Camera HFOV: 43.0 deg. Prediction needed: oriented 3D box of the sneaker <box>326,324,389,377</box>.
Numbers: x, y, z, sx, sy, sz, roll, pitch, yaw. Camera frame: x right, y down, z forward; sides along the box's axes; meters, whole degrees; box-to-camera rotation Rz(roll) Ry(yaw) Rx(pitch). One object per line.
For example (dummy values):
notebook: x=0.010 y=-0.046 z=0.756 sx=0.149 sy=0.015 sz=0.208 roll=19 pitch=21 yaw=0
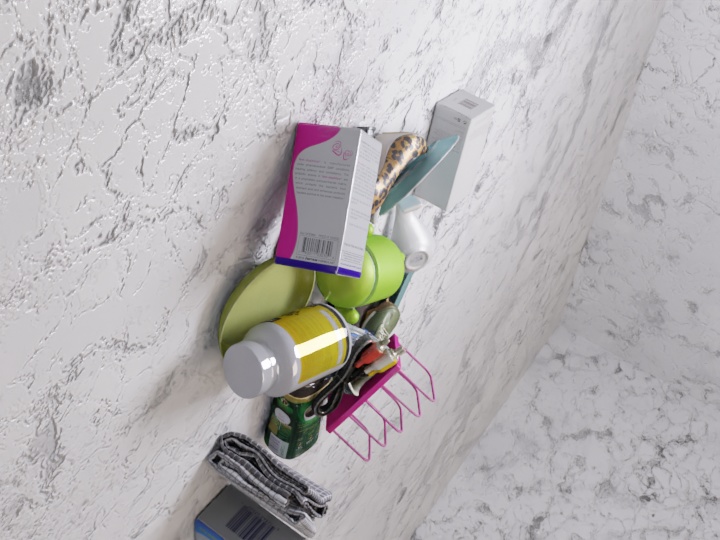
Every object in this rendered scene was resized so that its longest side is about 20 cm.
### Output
sneaker: x=-0.038 y=0.133 z=1.613 sx=0.199 sy=0.085 sz=0.077 roll=11 pitch=123 yaw=-52

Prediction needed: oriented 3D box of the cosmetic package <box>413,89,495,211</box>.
cosmetic package: x=0.182 y=-0.232 z=1.774 sx=0.107 sy=0.084 sz=0.202 roll=-35 pitch=147 yaw=-49

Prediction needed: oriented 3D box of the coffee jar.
coffee jar: x=-0.114 y=0.239 z=1.657 sx=0.104 sy=0.085 sz=0.202 roll=-28 pitch=142 yaw=-44

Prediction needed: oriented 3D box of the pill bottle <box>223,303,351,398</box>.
pill bottle: x=-0.110 y=0.125 z=1.381 sx=0.199 sy=0.111 sz=0.114 roll=-18 pitch=133 yaw=-52

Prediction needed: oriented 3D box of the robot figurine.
robot figurine: x=0.000 y=0.000 z=1.572 sx=0.199 sy=0.114 sz=0.179 roll=-13 pitch=117 yaw=-58

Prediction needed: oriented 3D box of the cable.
cable: x=-0.014 y=0.183 z=1.571 sx=0.200 sy=0.050 sz=0.097 roll=-45 pitch=142 yaw=6

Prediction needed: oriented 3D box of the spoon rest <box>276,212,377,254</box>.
spoon rest: x=-0.061 y=-0.065 z=1.466 sx=0.198 sy=0.060 sz=0.100 roll=-29 pitch=142 yaw=-34

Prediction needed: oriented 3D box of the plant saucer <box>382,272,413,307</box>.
plant saucer: x=0.061 y=0.061 z=1.883 sx=0.019 sy=0.070 sz=0.203 roll=20 pitch=100 yaw=-27

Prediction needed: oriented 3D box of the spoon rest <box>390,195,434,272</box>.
spoon rest: x=0.096 y=-0.071 z=1.754 sx=0.098 sy=0.061 sz=0.202 roll=-19 pitch=141 yaw=-9

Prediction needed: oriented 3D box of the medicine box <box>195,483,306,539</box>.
medicine box: x=-0.203 y=0.526 z=1.664 sx=0.103 sy=0.180 sz=0.202 roll=-40 pitch=150 yaw=-42

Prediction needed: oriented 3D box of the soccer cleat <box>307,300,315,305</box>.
soccer cleat: x=-0.132 y=0.131 z=1.510 sx=0.201 sy=0.069 sz=0.078 roll=-51 pitch=160 yaw=-34

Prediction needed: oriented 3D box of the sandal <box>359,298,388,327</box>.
sandal: x=0.022 y=0.092 z=1.839 sx=0.202 sy=0.054 sz=0.082 roll=-59 pitch=159 yaw=-9

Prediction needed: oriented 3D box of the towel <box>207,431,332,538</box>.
towel: x=-0.149 y=0.363 z=1.568 sx=0.086 sy=0.198 sz=0.166 roll=-56 pitch=160 yaw=-16

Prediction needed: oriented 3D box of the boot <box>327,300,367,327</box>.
boot: x=0.008 y=0.056 z=1.743 sx=0.174 sy=0.069 sz=0.202 roll=-44 pitch=151 yaw=-39

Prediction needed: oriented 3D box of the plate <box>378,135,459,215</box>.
plate: x=0.097 y=-0.177 z=1.633 sx=0.200 sy=0.026 sz=0.200 roll=-45 pitch=-172 yaw=7

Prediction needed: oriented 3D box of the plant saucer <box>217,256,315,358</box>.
plant saucer: x=-0.148 y=0.053 z=1.391 sx=0.199 sy=0.031 sz=0.202 roll=-41 pitch=152 yaw=-27

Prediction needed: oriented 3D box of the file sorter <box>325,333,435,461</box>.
file sorter: x=0.042 y=0.261 z=1.838 sx=0.200 sy=0.125 sz=0.139 roll=-43 pitch=-165 yaw=15

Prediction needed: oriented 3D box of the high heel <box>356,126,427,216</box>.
high heel: x=0.052 y=-0.158 z=1.517 sx=0.199 sy=0.070 sz=0.145 roll=-3 pitch=95 yaw=-53

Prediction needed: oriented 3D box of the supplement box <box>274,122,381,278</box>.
supplement box: x=-0.044 y=-0.099 z=1.307 sx=0.103 sy=0.100 sz=0.204 roll=11 pitch=89 yaw=-69

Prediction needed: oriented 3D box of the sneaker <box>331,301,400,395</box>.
sneaker: x=0.024 y=0.160 z=1.779 sx=0.201 sy=0.090 sz=0.067 roll=-50 pitch=129 yaw=-5
